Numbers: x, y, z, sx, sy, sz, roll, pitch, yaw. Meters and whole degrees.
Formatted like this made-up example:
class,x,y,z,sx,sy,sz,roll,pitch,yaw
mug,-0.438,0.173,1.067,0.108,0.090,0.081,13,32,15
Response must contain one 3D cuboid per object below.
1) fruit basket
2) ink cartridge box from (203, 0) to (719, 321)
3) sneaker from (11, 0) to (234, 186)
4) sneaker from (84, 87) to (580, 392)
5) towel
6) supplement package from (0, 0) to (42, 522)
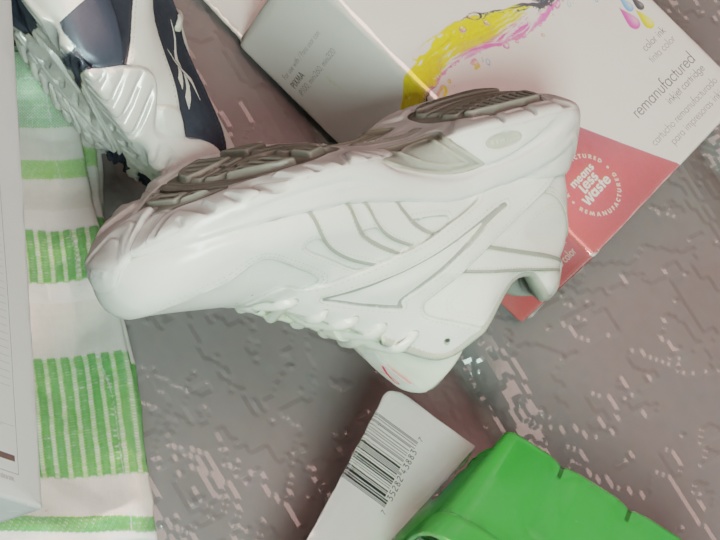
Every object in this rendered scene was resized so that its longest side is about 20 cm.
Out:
class,x,y,z,sx,sy,sz,roll,pitch,yaw
fruit basket,0.042,0.168,0.943,0.185,0.094,0.200,32,65,-6
ink cartridge box,0.038,-0.094,1.073,0.200,0.068,0.116,44,56,2
sneaker,-0.076,-0.129,0.970,0.130,0.079,0.199,-41,101,-13
sneaker,0.000,0.000,0.950,0.200,0.078,0.100,-15,103,-29
towel,-0.153,0.008,0.964,0.152,0.023,0.200,-1,66,-24
supplement package,-0.180,-0.016,0.858,0.114,0.109,0.200,25,52,-52
